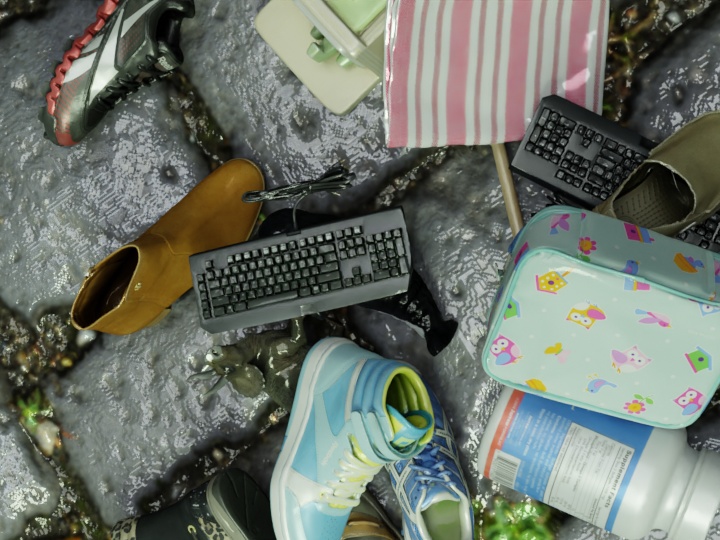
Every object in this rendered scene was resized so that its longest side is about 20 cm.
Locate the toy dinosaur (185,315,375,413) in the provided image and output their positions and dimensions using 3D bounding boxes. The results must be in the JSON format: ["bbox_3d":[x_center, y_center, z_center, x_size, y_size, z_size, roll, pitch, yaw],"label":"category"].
[{"bbox_3d":[-0.050,0.091,1.490,0.199,0.077,0.103,26,99,-17],"label":"toy dinosaur"}]

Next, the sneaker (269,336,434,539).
[{"bbox_3d":[-0.003,0.163,1.394,0.130,0.079,0.201,9,91,45],"label":"sneaker"}]

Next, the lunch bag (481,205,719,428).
[{"bbox_3d":[0.198,0.041,1.325,0.199,0.077,0.161,17,130,-2],"label":"lunch bag"}]

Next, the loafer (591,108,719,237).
[{"bbox_3d":[0.263,-0.068,1.370,0.076,0.067,0.200,46,68,5],"label":"loafer"}]

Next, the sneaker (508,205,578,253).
[{"bbox_3d":[0.210,0.029,1.419,0.200,0.066,0.078,43,137,-12],"label":"sneaker"}]

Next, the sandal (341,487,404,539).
[{"bbox_3d":[-0.002,0.254,1.472,0.082,0.055,0.200,-41,79,9],"label":"sandal"}]

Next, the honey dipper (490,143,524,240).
[{"bbox_3d":[0.139,-0.036,1.463,0.038,0.038,0.201,-16,80,13],"label":"honey dipper"}]

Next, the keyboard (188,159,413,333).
[{"bbox_3d":[-0.056,-0.024,1.437,0.199,0.021,0.128,-13,78,13],"label":"keyboard"}]

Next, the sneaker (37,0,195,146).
[{"bbox_3d":[-0.223,-0.194,1.539,0.098,0.071,0.201,33,94,15],"label":"sneaker"}]

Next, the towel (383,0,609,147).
[{"bbox_3d":[0.118,-0.178,1.418,0.199,0.030,0.147,-3,110,-10],"label":"towel"}]

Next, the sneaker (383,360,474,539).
[{"bbox_3d":[0.061,0.173,1.438,0.075,0.077,0.201,-18,85,-16],"label":"sneaker"}]

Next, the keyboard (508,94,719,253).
[{"bbox_3d":[0.226,-0.065,1.415,0.199,0.040,0.105,25,97,1],"label":"keyboard"}]

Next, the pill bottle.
[{"bbox_3d":[0.208,0.159,1.395,0.199,0.112,0.113,22,93,13],"label":"pill bottle"}]

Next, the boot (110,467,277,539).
[{"bbox_3d":[-0.123,0.286,1.498,0.153,0.073,0.204,-23,103,30],"label":"boot"}]

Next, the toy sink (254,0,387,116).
[{"bbox_3d":[-0.003,-0.255,1.466,0.200,0.112,0.130,-43,78,9],"label":"toy sink"}]

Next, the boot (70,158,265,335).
[{"bbox_3d":[-0.170,-0.021,1.481,0.071,0.144,0.201,40,97,12],"label":"boot"}]

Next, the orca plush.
[{"bbox_3d":[0.000,0.000,1.454,0.200,0.071,0.105,44,63,12],"label":"orca plush"}]
